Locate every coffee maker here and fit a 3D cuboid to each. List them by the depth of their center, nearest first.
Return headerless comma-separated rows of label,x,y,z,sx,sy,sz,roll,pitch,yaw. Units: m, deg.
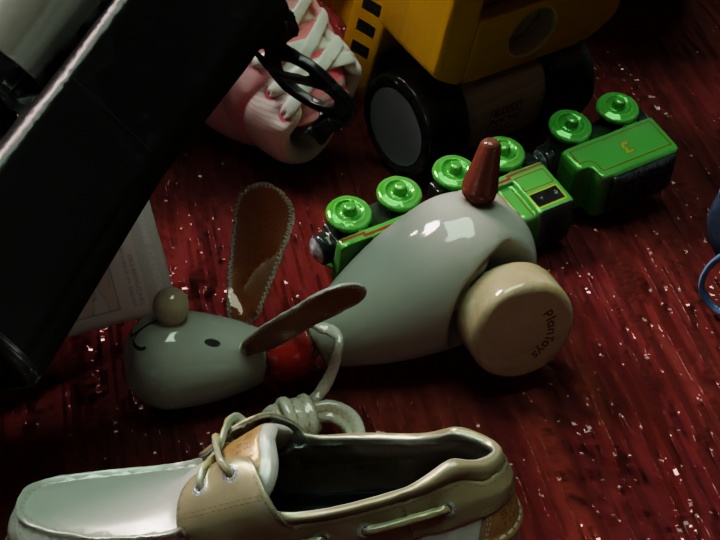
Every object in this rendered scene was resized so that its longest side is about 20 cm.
coffee maker,-0.122,-0.052,0.874,0.192,0.135,0.201,33,71,-4

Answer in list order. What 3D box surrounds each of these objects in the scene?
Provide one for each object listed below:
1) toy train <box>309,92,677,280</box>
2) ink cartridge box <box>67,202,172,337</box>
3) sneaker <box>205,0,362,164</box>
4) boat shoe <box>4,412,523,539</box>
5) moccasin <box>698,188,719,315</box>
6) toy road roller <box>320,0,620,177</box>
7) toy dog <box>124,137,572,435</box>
toy train,0.068,-0.033,1.044,0.199,0.042,0.056,-23,56,-24
ink cartridge box,-0.190,-0.034,0.954,0.199,0.161,0.047,-15,-2,-42
sneaker,-0.045,-0.137,1.080,0.104,0.201,0.075,36,55,28
boat shoe,-0.038,0.088,0.813,0.199,0.069,0.075,0,30,2
moccasin,0.188,-0.011,0.978,0.068,0.081,0.200,17,19,3
toy road roller,0.047,-0.159,1.110,0.122,0.200,0.146,-22,58,-31
toy dog,0.000,0.000,0.926,0.199,0.097,0.132,-26,37,-30
